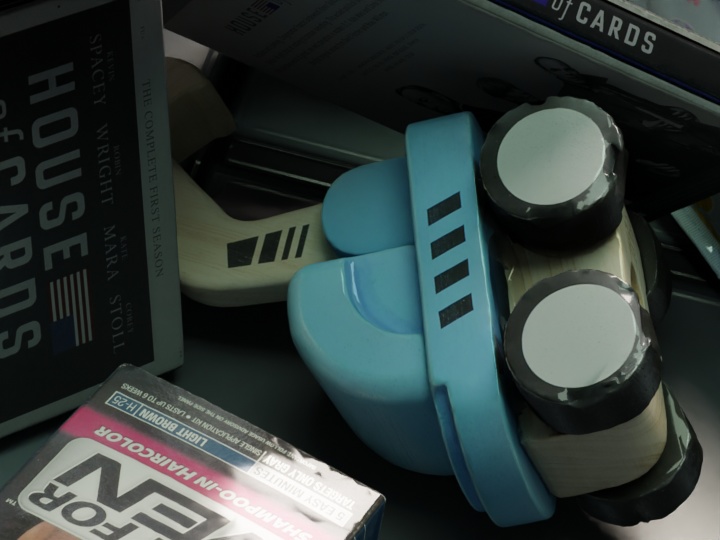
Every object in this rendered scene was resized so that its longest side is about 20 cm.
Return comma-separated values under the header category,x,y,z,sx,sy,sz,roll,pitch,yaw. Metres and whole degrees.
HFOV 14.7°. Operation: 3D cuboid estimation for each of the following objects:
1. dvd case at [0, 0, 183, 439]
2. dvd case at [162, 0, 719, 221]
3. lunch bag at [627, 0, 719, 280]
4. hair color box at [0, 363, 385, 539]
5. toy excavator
category,x,y,z,sx,sy,sz,roll,pitch,yaw
dvd case,-0.145,-0.005,0.870,0.199,0.151,0.025,-21,34,-31
dvd case,0.038,-0.072,0.947,0.199,0.150,0.025,24,74,-15
lunch bag,0.208,-0.057,1.029,0.169,0.127,0.200,-15,54,-26
hair color box,-0.084,0.122,0.810,0.100,0.061,0.200,25,44,16
toy excavator,0.000,0.000,0.937,0.199,0.100,0.195,-12,61,10
